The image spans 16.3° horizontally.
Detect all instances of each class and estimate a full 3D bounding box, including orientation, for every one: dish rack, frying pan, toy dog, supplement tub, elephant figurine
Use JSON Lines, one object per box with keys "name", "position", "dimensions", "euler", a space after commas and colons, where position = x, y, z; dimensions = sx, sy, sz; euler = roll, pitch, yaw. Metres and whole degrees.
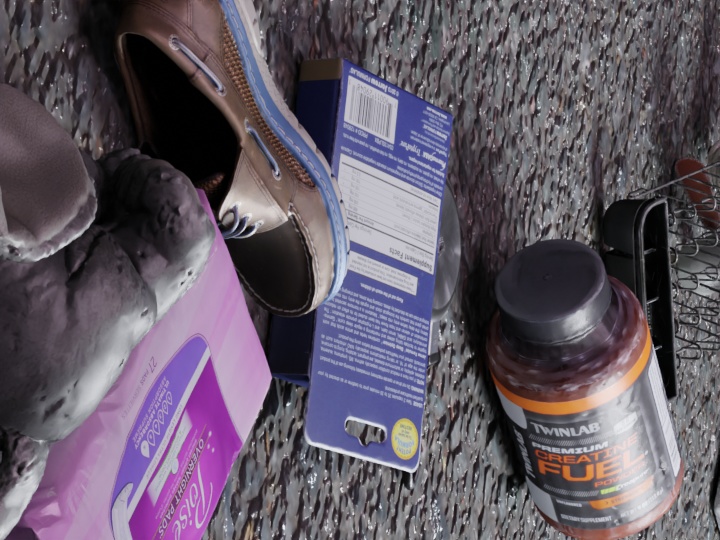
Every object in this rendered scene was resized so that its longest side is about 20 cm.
{"name": "dish rack", "position": [0.256, -0.003, 1.872], "dimensions": [0.199, 0.054, 0.155], "euler": [-21, 115, -40]}
{"name": "frying pan", "position": [0.028, 0.021, 1.437], "dimensions": [0.115, 0.031, 0.192], "euler": [34, 58, -62]}
{"name": "toy dog", "position": [0.292, -0.060, 2.021], "dimensions": [0.199, 0.096, 0.133], "euler": [-20, 114, -50]}
{"name": "supplement tub", "position": [0.140, 0.074, 1.608], "dimensions": [0.201, 0.106, 0.107], "euler": [69, 32, -42]}
{"name": "elephant figurine", "position": [-0.156, -0.039, 0.891], "dimensions": [0.141, 0.155, 0.200], "euler": [-40, 133, -2]}

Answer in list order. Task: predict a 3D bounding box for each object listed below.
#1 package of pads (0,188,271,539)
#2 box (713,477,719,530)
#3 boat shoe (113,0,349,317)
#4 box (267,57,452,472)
{"name": "package of pads", "position": [-0.107, 0.071, 1.048], "dimensions": [0.201, 0.075, 0.121], "euler": [-67, 148, -41]}
{"name": "box", "position": [0.406, 0.185, 2.226], "dimensions": [0.201, 0.130, 0.200], "euler": [66, 34, -48]}
{"name": "boat shoe", "position": [-0.068, -0.050, 1.153], "dimensions": [0.073, 0.072, 0.201], "euler": [-57, 133, -43]}
{"name": "box", "position": [0.000, 0.000, 1.336], "dimensions": [0.121, 0.032, 0.202], "euler": [22, 70, -56]}
